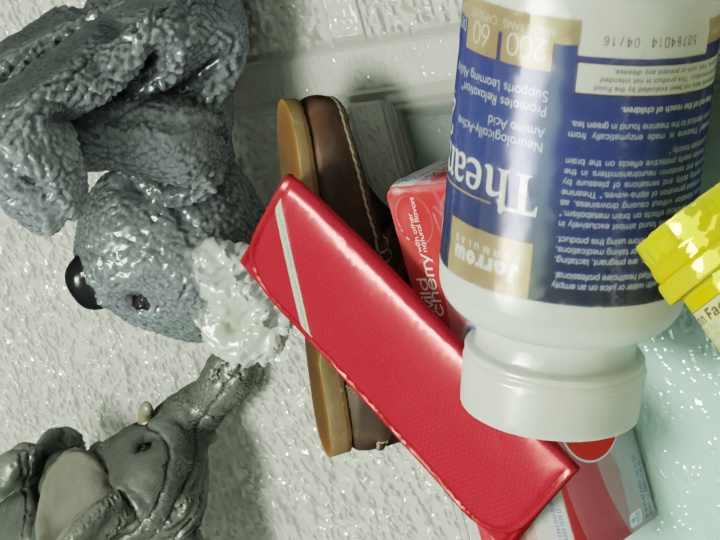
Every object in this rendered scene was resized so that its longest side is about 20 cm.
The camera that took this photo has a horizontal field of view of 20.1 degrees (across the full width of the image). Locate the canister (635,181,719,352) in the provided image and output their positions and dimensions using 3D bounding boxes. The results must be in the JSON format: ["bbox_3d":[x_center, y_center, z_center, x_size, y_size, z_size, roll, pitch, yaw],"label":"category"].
[{"bbox_3d":[0.223,0.031,0.783,0.148,0.086,0.201,-36,82,16],"label":"canister"}]

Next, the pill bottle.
[{"bbox_3d":[0.091,-0.034,0.880,0.110,0.110,0.202,20,114,40],"label":"pill bottle"}]

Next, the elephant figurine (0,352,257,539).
[{"bbox_3d":[-0.144,0.146,1.235,0.199,0.141,0.156,-18,91,54],"label":"elephant figurine"}]

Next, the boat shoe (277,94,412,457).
[{"bbox_3d":[0.000,0.000,1.063,0.070,0.070,0.202,-116,16,-63],"label":"boat shoe"}]

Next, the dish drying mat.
[{"bbox_3d":[0.019,0.045,0.990,0.200,0.018,0.077,47,136,14],"label":"dish drying mat"}]

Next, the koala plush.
[{"bbox_3d":[-0.110,-0.044,1.101,0.201,0.183,0.177,62,166,-22],"label":"koala plush"}]

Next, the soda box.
[{"bbox_3d":[0.079,0.042,0.996,0.070,0.063,0.202,-3,108,48],"label":"soda box"}]
